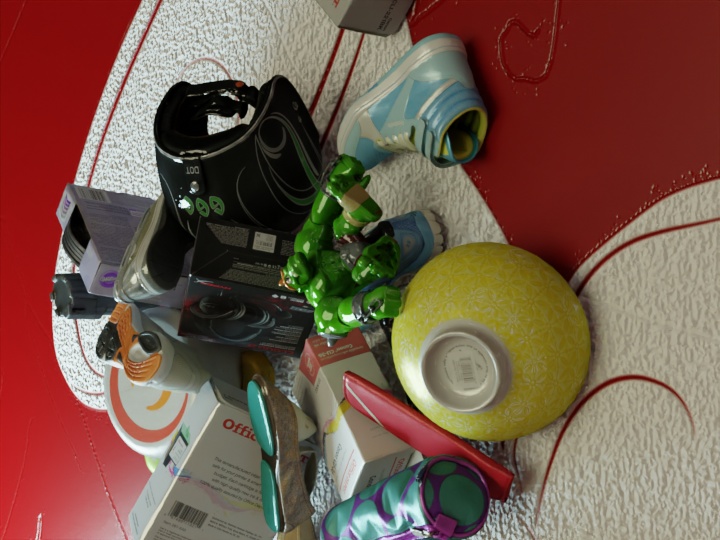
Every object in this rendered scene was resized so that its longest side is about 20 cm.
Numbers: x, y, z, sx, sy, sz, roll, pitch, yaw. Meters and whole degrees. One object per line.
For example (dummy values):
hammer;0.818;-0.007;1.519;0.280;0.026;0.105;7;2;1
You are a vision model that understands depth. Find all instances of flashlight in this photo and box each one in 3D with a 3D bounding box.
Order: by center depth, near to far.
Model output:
flashlight;-0.292;0.026;1.901;0.068;0.199;0.068;7;94;49

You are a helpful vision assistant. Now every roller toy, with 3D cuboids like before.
roller toy;-0.207;0.134;1.850;0.200;0.139;0.183;-50;60;25

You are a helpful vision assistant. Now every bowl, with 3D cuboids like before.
bowl;0.111;0.082;1.448;0.199;0.108;0.201;6;107;21

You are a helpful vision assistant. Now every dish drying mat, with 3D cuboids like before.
dish drying mat;0.066;0.169;1.536;0.199;0.018;0.077;33;157;15

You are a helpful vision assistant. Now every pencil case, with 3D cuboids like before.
pencil case;0.040;0.251;1.532;0.085;0.093;0.200;44;140;-9

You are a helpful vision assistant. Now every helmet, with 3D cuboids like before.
helmet;-0.134;-0.118;1.719;0.199;0.191;0.201;-12;47;13

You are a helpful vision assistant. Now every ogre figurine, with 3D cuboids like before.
ogre figurine;-0.017;-0.009;1.543;0.120;0.098;0.201;-50;61;35

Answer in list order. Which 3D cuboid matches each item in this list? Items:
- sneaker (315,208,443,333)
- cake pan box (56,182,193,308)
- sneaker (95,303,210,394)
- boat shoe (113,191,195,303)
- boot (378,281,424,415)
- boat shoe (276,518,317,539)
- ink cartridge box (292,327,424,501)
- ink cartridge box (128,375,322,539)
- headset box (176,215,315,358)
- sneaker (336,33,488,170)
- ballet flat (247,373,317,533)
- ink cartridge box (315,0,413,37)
sneaker;0.000;0.000;1.650;0.200;0.090;0.079;-49;55;37
cake pan box;-0.261;-0.027;1.841;0.053;0.199;0.184;-65;36;22
sneaker;-0.238;0.098;1.745;0.076;0.092;0.200;-59;31;3
boat shoe;-0.231;-0.032;1.741;0.065;0.075;0.202;-26;27;23
boot;0.107;0.075;1.549;0.203;0.073;0.155;-20;81;42
boat shoe;-0.048;0.369;1.726;0.069;0.074;0.201;-18;66;23
ink cartridge box;-0.001;0.176;1.640;0.201;0.067;0.117;62;156;28
ink cartridge box;-0.154;0.243;1.741;0.201;0.144;0.084;-60;23;10
headset box;-0.122;0.026;1.696;0.200;0.148;0.078;116;164;-63
sneaker;0.056;-0.140;1.597;0.200;0.079;0.131;-47;55;39
ballet flat;-0.081;0.194;1.670;0.068;0.067;0.201;39;140;52
ink cartridge box;-0.010;-0.375;1.669;0.200;0.083;0.145;54;126;34
